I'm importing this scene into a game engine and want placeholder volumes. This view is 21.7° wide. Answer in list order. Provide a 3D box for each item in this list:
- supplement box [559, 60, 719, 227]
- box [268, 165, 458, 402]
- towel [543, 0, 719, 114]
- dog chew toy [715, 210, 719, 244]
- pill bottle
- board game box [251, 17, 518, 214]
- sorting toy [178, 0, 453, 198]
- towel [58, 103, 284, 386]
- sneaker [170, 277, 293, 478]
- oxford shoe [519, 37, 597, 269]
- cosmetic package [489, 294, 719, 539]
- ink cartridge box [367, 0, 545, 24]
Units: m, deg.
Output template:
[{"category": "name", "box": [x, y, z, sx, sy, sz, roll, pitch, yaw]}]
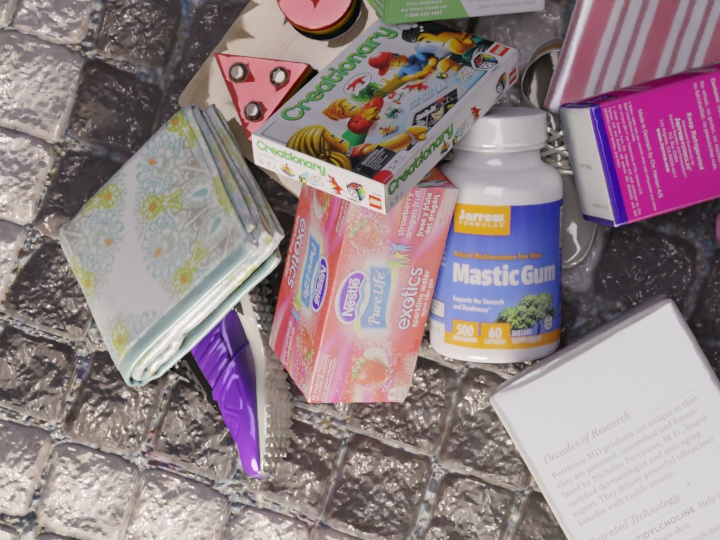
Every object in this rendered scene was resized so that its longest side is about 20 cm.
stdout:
[{"category": "supplement box", "box": [0.276, -0.111, 1.520, 0.199, 0.101, 0.104, -15, 97, -7]}, {"category": "box", "box": [0.000, 0.000, 1.547, 0.094, 0.103, 0.201, 1, 118, -26]}, {"category": "towel", "box": [0.264, -0.172, 1.580, 0.199, 0.030, 0.147, 19, 91, -9]}, {"category": "dog chew toy", "box": [0.392, -0.034, 1.537, 0.199, 0.124, 0.125, 1, 86, 16]}, {"category": "pill bottle", "box": [0.112, -0.032, 1.558, 0.111, 0.112, 0.201, 1, 102, 9]}, {"category": "board game box", "box": [0.023, -0.130, 1.493, 0.126, 0.035, 0.200, 22, 48, 27]}, {"category": "sorting toy", "box": [-0.031, -0.170, 1.631, 0.199, 0.070, 0.200, 37, 93, 9]}, {"category": "towel", "box": [-0.163, -0.024, 1.609, 0.200, 0.048, 0.172, -42, 56, 22]}, {"category": "sneaker", "box": [-0.121, 0.085, 1.634, 0.099, 0.070, 0.201, -11, 81, 15]}, {"category": "oxford shoe", "box": [0.166, -0.101, 1.603, 0.075, 0.058, 0.201, 0, 88, 7]}, {"category": "cosmetic package", "box": [0.225, 0.144, 1.517, 0.166, 0.167, 0.201, -30, 87, 6]}, {"category": "ink cartridge box", "box": [0.080, -0.314, 1.532, 0.145, 0.084, 0.201, -7, 123, -16]}]
